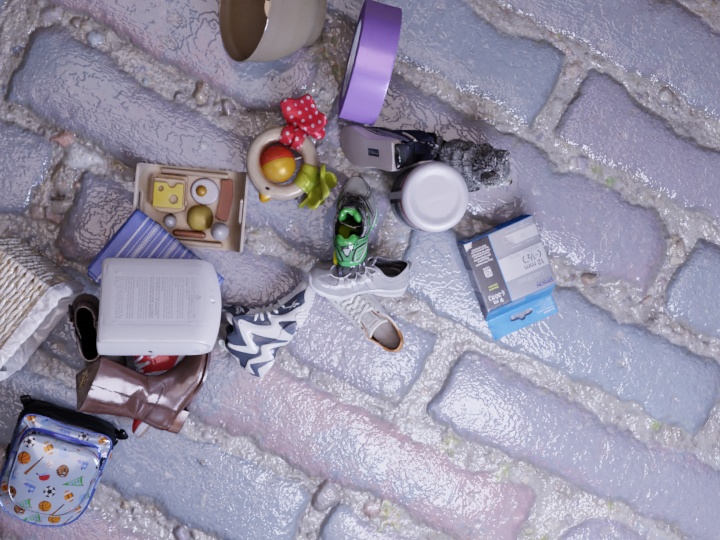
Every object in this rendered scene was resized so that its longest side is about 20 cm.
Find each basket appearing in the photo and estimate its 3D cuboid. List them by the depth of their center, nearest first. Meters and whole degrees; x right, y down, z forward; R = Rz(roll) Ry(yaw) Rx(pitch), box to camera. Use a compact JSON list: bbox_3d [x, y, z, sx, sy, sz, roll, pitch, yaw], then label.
[{"bbox_3d":[-0.593,0.058,1.458,0.161,0.198,0.200,42,89,-6],"label":"basket"}]

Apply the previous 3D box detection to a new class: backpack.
[{"bbox_3d":[-0.530,0.345,1.515,0.198,0.154,0.192,21,102,-11],"label":"backpack"}]

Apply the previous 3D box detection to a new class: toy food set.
[{"bbox_3d":[-0.301,-0.111,1.549,0.197,0.060,0.146,5,94,-8],"label":"toy food set"}]

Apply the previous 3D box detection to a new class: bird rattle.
[{"bbox_3d":[-0.123,-0.200,1.539,0.161,0.113,0.203,-16,95,-7],"label":"bird rattle"}]

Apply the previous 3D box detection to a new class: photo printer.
[{"bbox_3d":[-0.332,0.060,1.457,0.197,0.070,0.168,0,63,-11],"label":"photo printer"}]

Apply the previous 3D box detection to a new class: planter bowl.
[{"bbox_3d":[-0.141,-0.450,1.494,0.133,0.199,0.203,0,95,-34],"label":"planter bowl"}]

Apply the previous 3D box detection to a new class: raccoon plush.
[{"bbox_3d":[0.176,-0.194,1.564,0.197,0.134,0.098,10,94,-8],"label":"raccoon plush"}]

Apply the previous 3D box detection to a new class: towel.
[{"bbox_3d":[-0.358,0.008,1.526,0.199,0.024,0.145,40,86,-8],"label":"towel"}]

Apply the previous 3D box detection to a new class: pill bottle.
[{"bbox_3d":[0.112,-0.127,1.528,0.114,0.200,0.118,0,94,-7],"label":"pill bottle"}]

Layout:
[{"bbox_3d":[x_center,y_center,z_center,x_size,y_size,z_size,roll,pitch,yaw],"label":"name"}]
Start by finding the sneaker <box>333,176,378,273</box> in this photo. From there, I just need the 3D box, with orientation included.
[{"bbox_3d":[-0.008,-0.095,1.537,0.077,0.086,0.202,1,49,2],"label":"sneaker"}]

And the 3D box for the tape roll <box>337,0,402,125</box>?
[{"bbox_3d":[0.015,-0.355,1.501,0.065,0.200,0.203,12,92,-7],"label":"tape roll"}]

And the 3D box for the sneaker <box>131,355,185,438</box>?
[{"bbox_3d":[-0.383,0.187,1.555,0.112,0.071,0.202,29,83,-12],"label":"sneaker"}]

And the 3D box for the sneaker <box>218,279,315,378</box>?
[{"bbox_3d":[-0.178,0.079,1.568,0.129,0.080,0.200,34,99,-16],"label":"sneaker"}]

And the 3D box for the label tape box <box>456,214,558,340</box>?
[{"bbox_3d":[0.282,0.015,1.628,0.142,0.066,0.202,-22,95,-5],"label":"label tape box"}]

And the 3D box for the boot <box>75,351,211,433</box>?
[{"bbox_3d":[-0.366,0.170,1.473,0.198,0.064,0.188,23,84,-30],"label":"boot"}]

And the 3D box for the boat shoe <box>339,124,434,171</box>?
[{"bbox_3d":[0.047,-0.218,1.537,0.092,0.199,0.076,-14,116,-28],"label":"boat shoe"}]

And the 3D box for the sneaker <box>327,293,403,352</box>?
[{"bbox_3d":[0.008,0.070,1.589,0.200,0.085,0.073,42,90,-5],"label":"sneaker"}]

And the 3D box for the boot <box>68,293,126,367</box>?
[{"bbox_3d":[-0.454,0.138,1.504,0.069,0.146,0.202,-18,96,-10],"label":"boot"}]

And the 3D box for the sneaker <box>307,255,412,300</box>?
[{"bbox_3d":[0.000,0.000,1.556,0.198,0.082,0.075,-3,53,-25],"label":"sneaker"}]
